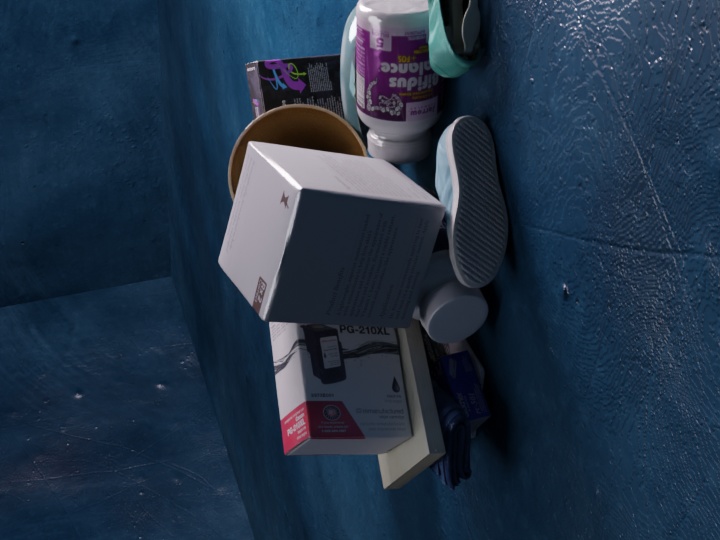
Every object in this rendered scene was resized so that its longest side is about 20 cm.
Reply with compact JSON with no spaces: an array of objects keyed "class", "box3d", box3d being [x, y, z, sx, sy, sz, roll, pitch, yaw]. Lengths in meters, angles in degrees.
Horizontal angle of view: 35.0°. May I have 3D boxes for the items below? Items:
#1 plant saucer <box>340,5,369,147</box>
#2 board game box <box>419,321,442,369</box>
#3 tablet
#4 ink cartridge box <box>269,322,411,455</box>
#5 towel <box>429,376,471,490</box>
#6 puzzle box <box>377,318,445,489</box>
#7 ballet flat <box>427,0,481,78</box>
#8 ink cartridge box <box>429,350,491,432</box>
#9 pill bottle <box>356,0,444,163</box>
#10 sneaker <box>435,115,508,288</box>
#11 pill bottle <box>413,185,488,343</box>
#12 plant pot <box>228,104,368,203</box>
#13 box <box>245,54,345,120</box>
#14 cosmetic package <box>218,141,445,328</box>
[{"class":"plant saucer","box3d":[0.003,-0.266,1.543,0.200,0.027,0.202,1,-90,-77]},{"class":"board game box","box3d":[0.069,0.092,1.662,0.200,0.028,0.136,126,126,-75]},{"class":"tablet","box3d":[0.122,0.121,1.587,0.200,0.014,0.131,-120,25,-47]},{"class":"ink cartridge box","box3d":[-0.028,0.126,1.446,0.084,0.144,0.201,-42,50,53]},{"class":"towel","box3d":[0.083,0.190,1.499,0.200,0.048,0.112,-136,39,-59]},{"class":"puzzle box","box3d":[0.052,0.165,1.472,0.133,0.025,0.201,130,136,-52]},{"class":"ballet flat","box3d":[0.107,-0.323,1.303,0.070,0.067,0.201,3,104,48]},{"class":"ink cartridge box","box3d":[0.113,0.187,1.553,0.200,0.044,0.095,118,137,-63]},{"class":"pill bottle","box3d":[0.050,-0.241,1.432,0.112,0.112,0.201,-125,29,-54]},{"class":"sneaker","box3d":[0.127,-0.078,1.358,0.082,0.073,0.201,163,107,-74]},{"class":"pill bottle","box3d":[0.087,-0.007,1.455,0.111,0.110,0.201,96,157,-44]},{"class":"plant pot","box3d":[-0.082,-0.113,1.577,0.200,0.185,0.188,104,153,-83]},{"class":"box","box3d":[-0.073,-0.244,1.691,0.036,0.199,0.144,-2,99,48]},{"class":"cosmetic package","box3d":[-0.038,-0.041,1.365,0.165,0.199,0.166,45,123,53]}]
